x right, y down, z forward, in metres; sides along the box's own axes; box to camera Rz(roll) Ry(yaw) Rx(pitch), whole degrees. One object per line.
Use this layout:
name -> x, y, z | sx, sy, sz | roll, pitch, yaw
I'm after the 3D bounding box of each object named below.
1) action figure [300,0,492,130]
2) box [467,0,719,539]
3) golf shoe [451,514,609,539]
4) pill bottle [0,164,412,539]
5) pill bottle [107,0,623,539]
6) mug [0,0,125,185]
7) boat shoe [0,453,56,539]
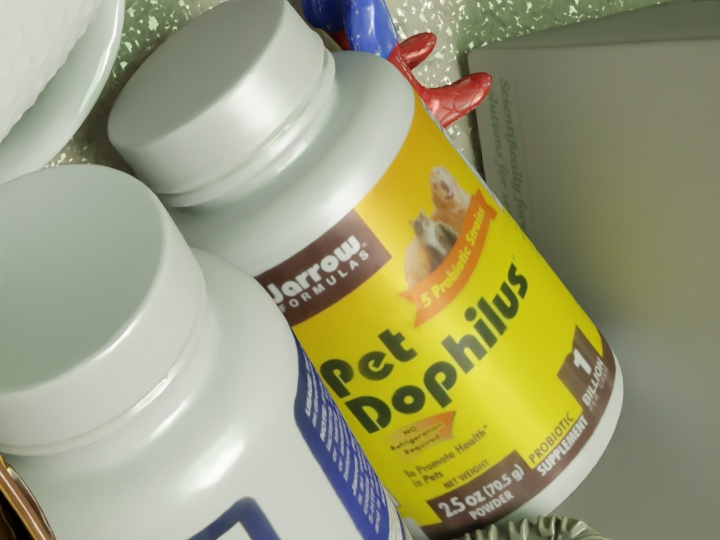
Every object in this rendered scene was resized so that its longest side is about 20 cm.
action figure -> -0.022, -0.129, 1.035 | 0.052, 0.065, 0.200 | -42, 131, 1
box -> 0.174, -0.004, 1.122 | 0.171, 0.200, 0.200 | -15, 101, -37
golf shoe -> 0.037, 0.166, 1.069 | 0.097, 0.078, 0.200 | 18, 123, -47
pill bottle -> -0.065, 0.063, 0.960 | 0.120, 0.119, 0.200 | -53, 141, -23
pill bottle -> 0.000, 0.000, 1.048 | 0.200, 0.109, 0.109 | 50, 64, -26
mug -> -0.132, -0.109, 0.939 | 0.176, 0.147, 0.200 | -55, 145, -28
boat shoe -> -0.099, 0.132, 0.851 | 0.072, 0.067, 0.201 | -26, 97, -27
